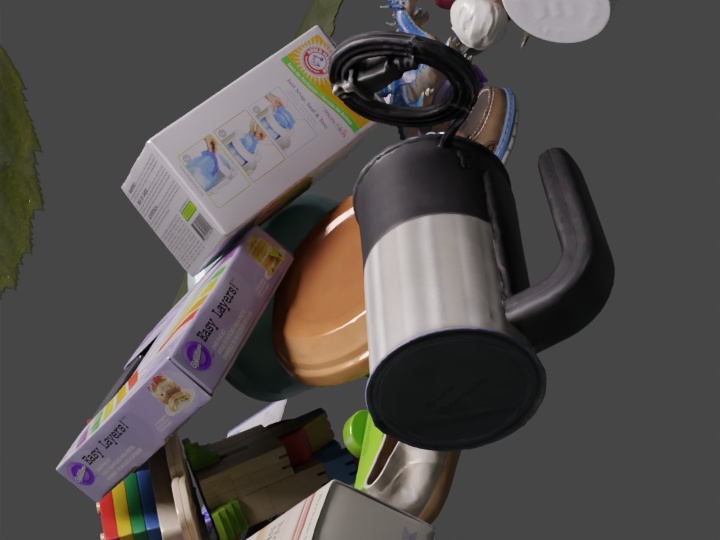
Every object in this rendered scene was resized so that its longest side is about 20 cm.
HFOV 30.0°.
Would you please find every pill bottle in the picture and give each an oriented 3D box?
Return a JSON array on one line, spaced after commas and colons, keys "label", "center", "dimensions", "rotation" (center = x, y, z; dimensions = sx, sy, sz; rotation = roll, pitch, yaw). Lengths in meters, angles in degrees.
[{"label": "pill bottle", "center": [0.182, -0.291, 1.101], "dimensions": [0.110, 0.109, 0.201], "rotation": [-40, 25, 57]}]

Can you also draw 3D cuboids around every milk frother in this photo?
[{"label": "milk frother", "center": [0.043, -0.025, 0.870], "dimensions": [0.180, 0.199, 0.189], "rotation": [-42, 33, 31]}]

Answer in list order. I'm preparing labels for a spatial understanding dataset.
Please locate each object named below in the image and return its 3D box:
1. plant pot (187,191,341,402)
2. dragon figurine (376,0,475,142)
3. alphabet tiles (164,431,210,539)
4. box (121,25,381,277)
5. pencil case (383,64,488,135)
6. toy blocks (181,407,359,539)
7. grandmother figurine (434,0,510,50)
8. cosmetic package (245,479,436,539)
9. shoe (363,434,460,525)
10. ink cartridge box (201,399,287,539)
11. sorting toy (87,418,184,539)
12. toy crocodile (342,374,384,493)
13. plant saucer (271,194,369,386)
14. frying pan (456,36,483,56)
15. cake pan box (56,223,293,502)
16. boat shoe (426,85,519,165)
[{"label": "plant pot", "center": [-0.045, 0.012, 1.254], "dimensions": [0.133, 0.200, 0.202], "rotation": [-15, 43, 36]}, {"label": "dragon figurine", "center": [0.039, -0.168, 1.239], "dimensions": [0.099, 0.059, 0.202], "rotation": [13, 77, 39]}, {"label": "alphabet tiles", "center": [-0.134, 0.228, 1.123], "dimensions": [0.197, 0.014, 0.201], "rotation": [-111, 9, -45]}, {"label": "box", "center": [-0.090, -0.103, 1.159], "dimensions": [0.200, 0.102, 0.112], "rotation": [-39, 0, -28]}, {"label": "pencil case", "center": [0.075, -0.179, 1.365], "dimensions": [0.085, 0.084, 0.200], "rotation": [-39, 17, 4]}, {"label": "toy blocks", "center": [-0.074, 0.167, 1.158], "dimensions": [0.136, 0.101, 0.200], "rotation": [-21, 5, -11]}, {"label": "grandmother figurine", "center": [0.123, -0.257, 1.241], "dimensions": [0.200, 0.120, 0.061], "rotation": [-61, -38, -58]}, {"label": "cosmetic package", "center": [-0.037, 0.234, 0.951], "dimensions": [0.200, 0.087, 0.104], "rotation": [-44, 22, 53]}, {"label": "shoe", "center": [0.056, 0.084, 0.968], "dimensions": [0.070, 0.053, 0.201], "rotation": [-37, 28, 60]}, {"label": "ink cartridge box", "center": [-0.120, 0.239, 1.346], "dimensions": [0.198, 0.043, 0.202], "rotation": [-38, 31, 61]}, {"label": "sorting toy", "center": [-0.192, 0.234, 1.204], "dimensions": [0.201, 0.069, 0.200], "rotation": [-114, 15, -51]}, {"label": "toy crocodile", "center": [0.032, 0.093, 1.051], "dimensions": [0.068, 0.061, 0.201], "rotation": [-47, 25, 46]}, {"label": "plant saucer", "center": [0.000, 0.000, 1.080], "dimensions": [0.199, 0.037, 0.201], "rotation": [-31, 35, 24]}, {"label": "frying pan", "center": [0.144, -0.296, 1.428], "dimensions": [0.115, 0.031, 0.191], "rotation": [-47, 17, 48]}, {"label": "cake pan box", "center": [-0.151, 0.077, 1.101], "dimensions": [0.200, 0.052, 0.185], "rotation": [-42, 11, 40]}, {"label": "boat shoe", "center": [0.078, -0.085, 1.171], "dimensions": [0.072, 0.072, 0.202], "rotation": [-34, 31, 63]}]
